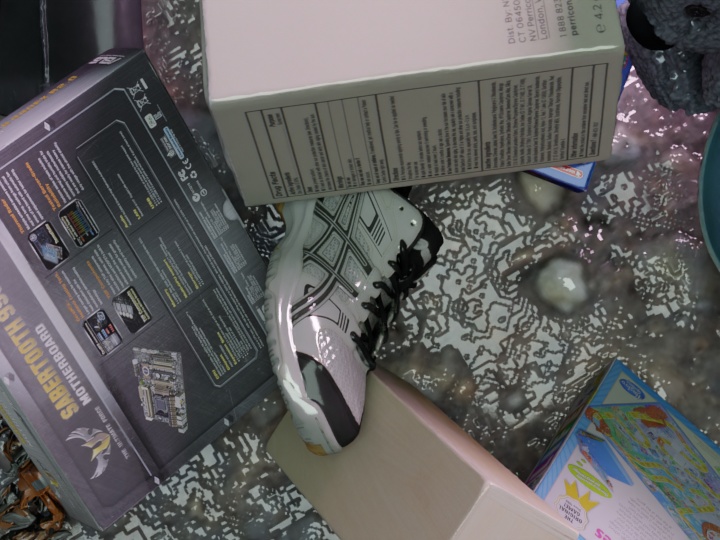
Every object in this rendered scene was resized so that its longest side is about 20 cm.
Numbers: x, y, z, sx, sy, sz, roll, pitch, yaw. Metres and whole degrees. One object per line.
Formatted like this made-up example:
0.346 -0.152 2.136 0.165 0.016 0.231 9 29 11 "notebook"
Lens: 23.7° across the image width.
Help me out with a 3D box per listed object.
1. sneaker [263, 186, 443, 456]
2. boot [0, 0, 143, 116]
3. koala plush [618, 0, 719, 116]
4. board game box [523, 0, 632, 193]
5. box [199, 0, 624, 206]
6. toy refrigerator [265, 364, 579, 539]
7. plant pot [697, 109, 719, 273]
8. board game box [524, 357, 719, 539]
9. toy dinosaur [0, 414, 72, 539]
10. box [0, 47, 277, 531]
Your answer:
0.000 0.000 0.907 0.087 0.076 0.201 -7 58 11 "sneaker"
-0.131 -0.182 0.928 0.164 0.065 0.201 4 91 39 "boot"
0.192 -0.145 0.806 0.184 0.200 0.178 -40 46 16 "koala plush"
0.055 -0.142 0.959 0.199 0.045 0.135 22 92 1 "board game box"
0.025 -0.115 0.862 0.199 0.128 0.110 -7 69 2 "box"
0.028 0.114 0.890 0.070 0.200 0.076 32 92 -28 "toy refrigerator"
0.298 -0.037 0.896 0.135 0.200 0.201 32 93 -39 "plant pot"
0.181 0.156 0.923 0.200 0.134 0.034 41 132 1 "board game box"
-0.162 0.061 0.965 0.135 0.102 0.201 33 73 -13 "toy dinosaur"
-0.134 0.009 0.899 0.158 0.048 0.201 -39 114 -23 "box"
